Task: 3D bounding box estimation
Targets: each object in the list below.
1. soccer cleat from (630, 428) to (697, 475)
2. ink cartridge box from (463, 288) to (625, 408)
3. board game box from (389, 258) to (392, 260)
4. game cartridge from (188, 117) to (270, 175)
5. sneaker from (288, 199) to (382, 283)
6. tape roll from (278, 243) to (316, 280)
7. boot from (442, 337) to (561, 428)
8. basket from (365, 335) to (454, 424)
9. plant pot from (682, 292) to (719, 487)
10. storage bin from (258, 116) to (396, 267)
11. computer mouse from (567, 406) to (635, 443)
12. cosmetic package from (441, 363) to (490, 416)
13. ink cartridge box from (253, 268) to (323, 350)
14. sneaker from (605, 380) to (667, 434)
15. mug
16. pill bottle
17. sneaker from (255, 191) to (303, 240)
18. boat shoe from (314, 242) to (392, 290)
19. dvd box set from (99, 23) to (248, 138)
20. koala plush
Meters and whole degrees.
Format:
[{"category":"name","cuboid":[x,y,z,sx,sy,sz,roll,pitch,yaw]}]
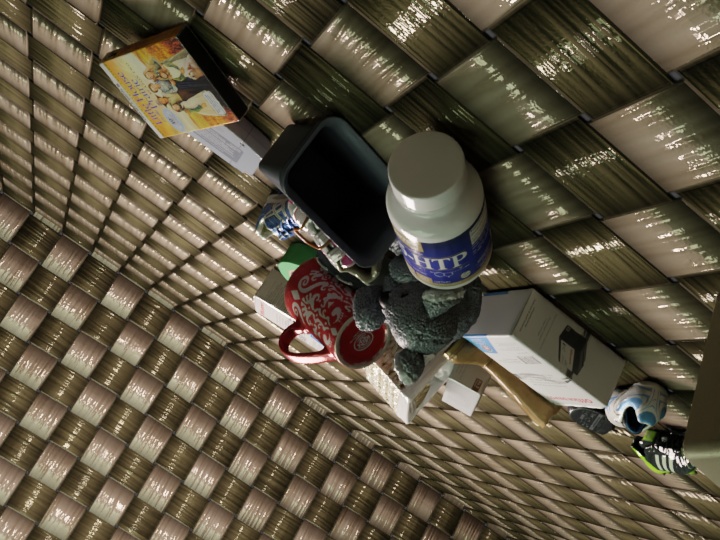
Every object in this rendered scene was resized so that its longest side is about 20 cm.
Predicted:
[{"category":"soccer cleat","cuboid":[0.510,0.294,1.390,0.080,0.068,0.200,36,161,5]},{"category":"ink cartridge box","cuboid":[0.279,0.120,1.287,0.199,0.085,0.145,36,163,-16]},{"category":"board game box","cuboid":[0.060,0.038,1.531,0.133,0.035,0.201,20,159,35]},{"category":"game cartridge","cuboid":[-0.231,-0.229,1.304,0.198,0.041,0.133,36,166,-11]},{"category":"sneaker","cuboid":[-0.029,-0.053,1.306,0.199,0.081,0.089,34,-155,-29]},{"category":"tape roll","cuboid":[-0.071,0.023,1.698,0.198,0.049,0.201,29,164,9]},{"category":"boot","cuboid":[0.239,0.174,1.381,0.200,0.066,0.174,47,-154,11]},{"category":"basket","cuboid":[0.087,0.173,1.538,0.123,0.136,0.201,41,165,16]},{"category":"plant pot","cuboid":[0.475,0.143,0.854,0.199,0.202,0.176,38,151,-22]},{"category":"storage bin","cuboid":[-0.049,-0.108,1.169,0.200,0.147,0.134,43,170,-33]},{"category":"computer mouse","cuboid":[0.464,0.279,1.508,0.197,0.034,0.059,26,138,5]},{"category":"cosmetic package","cuboid":[0.210,0.201,1.606,0.073,0.103,0.201,26,161,13]},{"category":"ink cartridge box","cuboid":[-0.142,0.095,1.956,0.198,0.085,0.146,32,163,4]},{"category":"sneaker","cuboid":[0.429,0.227,1.345,0.071,0.073,0.200,27,164,9]},{"category":"mug","cuboid":[-0.044,0.096,1.472,0.131,0.181,0.200,14,-165,-33]},{"category":"pill bottle","cuboid":[0.094,-0.072,1.022,0.118,0.121,0.201,23,161,24]},{"category":"sneaker","cuboid":[-0.110,-0.086,1.415,0.076,0.078,0.199,41,159,-25]},{"category":"boat shoe","cuboid":[0.000,0.000,1.424,0.199,0.075,0.061,41,139,32]},{"category":"dvd box set","cuboid":[-0.267,-0.262,1.196,0.197,0.030,0.147,0,137,43]},{"category":"koala plush","cuboid":[0.091,0.054,1.186,0.181,0.180,0.200,26,-162,-5]}]
